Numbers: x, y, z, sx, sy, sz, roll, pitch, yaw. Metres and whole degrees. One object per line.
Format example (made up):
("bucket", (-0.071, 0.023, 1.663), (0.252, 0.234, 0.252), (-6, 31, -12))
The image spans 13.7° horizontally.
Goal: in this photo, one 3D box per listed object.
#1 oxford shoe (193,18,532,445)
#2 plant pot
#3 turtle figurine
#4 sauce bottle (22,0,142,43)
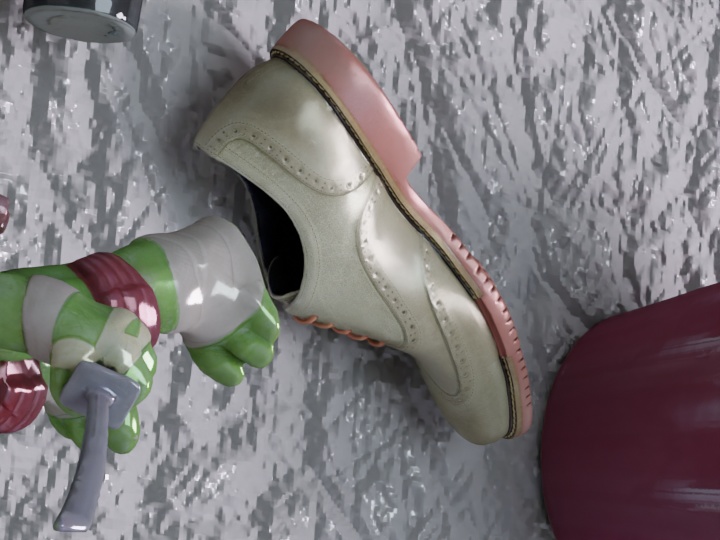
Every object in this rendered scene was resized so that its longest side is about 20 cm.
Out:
("oxford shoe", (0.000, 0.000, 1.149), (0.074, 0.071, 0.200), (-39, 119, -13))
("plant pot", (0.182, 0.077, 1.243), (0.200, 0.179, 0.200), (3, 85, -47))
("turtle figurine", (-0.109, 0.054, 0.852), (0.194, 0.200, 0.144), (-9, 130, -52))
("sauce bottle", (-0.084, -0.181, 1.056), (0.065, 0.065, 0.200), (23, 71, -44))
